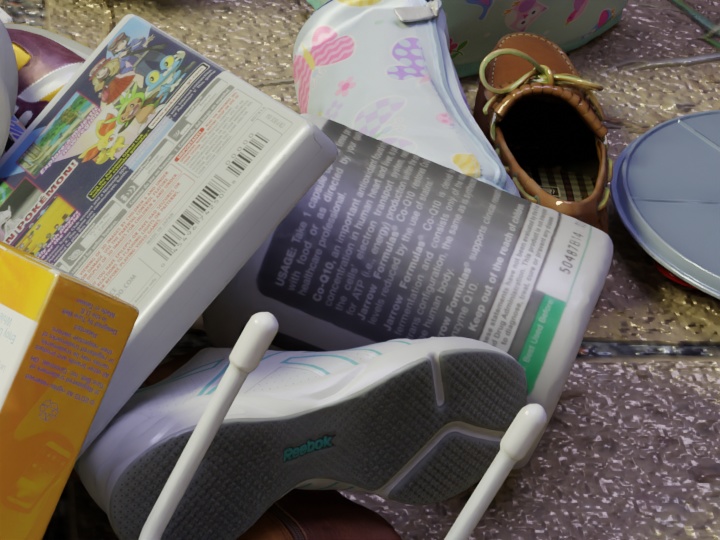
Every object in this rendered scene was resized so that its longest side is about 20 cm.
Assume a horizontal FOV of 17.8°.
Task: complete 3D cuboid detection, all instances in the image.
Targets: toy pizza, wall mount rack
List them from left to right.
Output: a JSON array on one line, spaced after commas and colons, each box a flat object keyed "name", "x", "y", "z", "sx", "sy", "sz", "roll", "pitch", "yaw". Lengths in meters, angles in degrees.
[{"name": "wall mount rack", "x": -0.016, "y": 0.118, "z": 0.796, "sx": 0.199, "sy": 0.074, "sz": 0.175, "roll": 20, "pitch": 70, "yaw": -30}, {"name": "toy pizza", "x": 0.225, "y": -0.021, "z": 1.186, "sx": 0.199, "sy": 0.032, "sz": 0.201, "roll": 7, "pitch": 33, "yaw": -4}]

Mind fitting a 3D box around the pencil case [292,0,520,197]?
[{"name": "pencil case", "x": 0.024, "y": -0.063, "z": 1.150, "sx": 0.091, "sy": 0.083, "sz": 0.200, "roll": -34, "pitch": 36, "yaw": 14}]

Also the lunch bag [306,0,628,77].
[{"name": "lunch bag", "x": 0.084, "y": -0.206, "z": 1.296, "sx": 0.199, "sy": 0.171, "sz": 0.122, "roll": -10, "pitch": 46, "yaw": -25}]

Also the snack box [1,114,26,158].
[{"name": "snack box", "x": -0.167, "y": -0.027, "z": 1.043, "sx": 0.024, "sy": 0.072, "sz": 0.200, "roll": 22, "pitch": 13, "yaw": -36}]

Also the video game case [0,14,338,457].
[{"name": "video game case", "x": -0.116, "y": -0.002, "z": 0.913, "sx": 0.200, "sy": 0.023, "sz": 0.182, "roll": -50, "pitch": 34, "yaw": -4}]

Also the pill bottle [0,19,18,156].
[{"name": "pill bottle", "x": -0.218, "y": -0.097, "z": 1.024, "sx": 0.109, "sy": 0.110, "sz": 0.200, "roll": -7, "pitch": 25, "yaw": -22}]

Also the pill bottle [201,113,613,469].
[{"name": "pill bottle", "x": 0.000, "y": 0.000, "z": 1.007, "sx": 0.199, "sy": 0.113, "sz": 0.113, "roll": 22, "pitch": 35, "yaw": 2}]

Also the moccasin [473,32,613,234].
[{"name": "moccasin", "x": 0.093, "y": -0.069, "z": 1.183, "sx": 0.073, "sy": 0.078, "sz": 0.202, "roll": 8, "pitch": 34, "yaw": 0}]

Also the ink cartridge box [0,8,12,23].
[{"name": "ink cartridge box", "x": -0.304, "y": -0.162, "z": 1.203, "sx": 0.199, "sy": 0.045, "sz": 0.176, "roll": 10, "pitch": 21, "yaw": -35}]

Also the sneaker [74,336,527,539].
[{"name": "sneaker", "x": -0.023, "y": 0.054, "z": 0.902, "sx": 0.199, "sy": 0.071, "sz": 0.080, "roll": -7, "pitch": 26, "yaw": -33}]

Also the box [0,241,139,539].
[{"name": "box", "x": -0.155, "y": 0.087, "z": 0.812, "sx": 0.041, "sy": 0.201, "sz": 0.119, "roll": 23, "pitch": -1, "yaw": -33}]

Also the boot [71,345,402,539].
[{"name": "boot", "x": -0.087, "y": 0.097, "z": 0.912, "sx": 0.187, "sy": 0.069, "sz": 0.200, "roll": -16, "pitch": 41, "yaw": -31}]

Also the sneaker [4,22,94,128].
[{"name": "sneaker", "x": -0.144, "y": -0.063, "z": 1.122, "sx": 0.199, "sy": 0.075, "sz": 0.090, "roll": 16, "pitch": 29, "yaw": 12}]
